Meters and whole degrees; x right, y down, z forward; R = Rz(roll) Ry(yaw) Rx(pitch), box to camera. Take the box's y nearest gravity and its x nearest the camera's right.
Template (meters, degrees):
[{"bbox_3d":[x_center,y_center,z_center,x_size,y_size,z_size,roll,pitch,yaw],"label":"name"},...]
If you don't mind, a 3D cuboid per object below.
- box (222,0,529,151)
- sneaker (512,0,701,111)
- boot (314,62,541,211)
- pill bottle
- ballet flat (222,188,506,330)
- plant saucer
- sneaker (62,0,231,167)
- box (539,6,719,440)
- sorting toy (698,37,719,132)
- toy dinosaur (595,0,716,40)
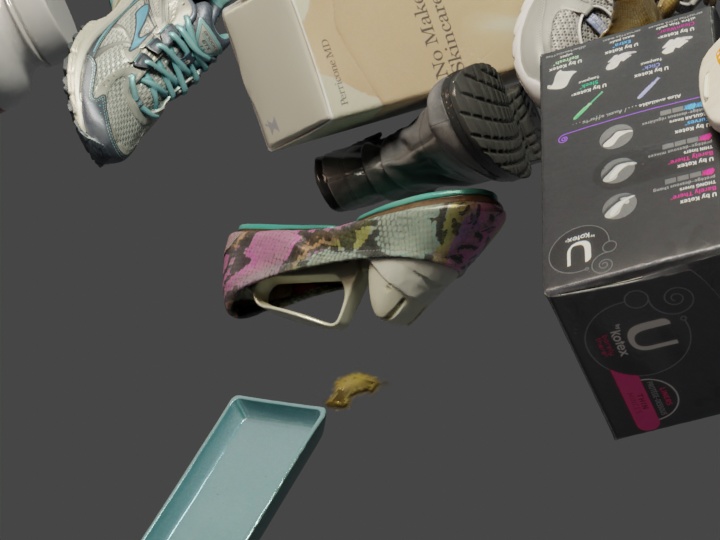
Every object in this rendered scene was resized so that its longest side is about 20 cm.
[{"bbox_3d":[0.027,-0.144,1.562,0.200,0.095,0.078,-20,0,-34],"label":"box"},{"bbox_3d":[0.164,-0.172,1.558,0.200,0.075,0.082,-51,17,-27],"label":"sneaker"},{"bbox_3d":[0.032,-0.066,1.514,0.132,0.200,0.070,-17,83,13],"label":"boot"},{"bbox_3d":[-0.306,-0.150,1.837,0.200,0.112,0.112,-25,38,5],"label":"pill bottle"},{"bbox_3d":[0.000,0.000,1.529,0.200,0.069,0.071,-8,68,35],"label":"ballet flat"},{"bbox_3d":[-0.089,0.153,1.445,0.070,0.019,0.200,6,49,36],"label":"plant saucer"},{"bbox_3d":[-0.140,-0.152,1.769,0.086,0.078,0.200,-5,44,23],"label":"sneaker"},{"bbox_3d":[0.164,-0.028,1.404,0.106,0.122,0.200,-15,40,17],"label":"box"},{"bbox_3d":[0.280,-0.056,1.287,0.200,0.107,0.180,19,39,-8],"label":"sorting toy"},{"bbox_3d":[0.165,-0.131,1.479,0.101,0.200,0.058,-17,41,-16],"label":"toy dinosaur"}]
